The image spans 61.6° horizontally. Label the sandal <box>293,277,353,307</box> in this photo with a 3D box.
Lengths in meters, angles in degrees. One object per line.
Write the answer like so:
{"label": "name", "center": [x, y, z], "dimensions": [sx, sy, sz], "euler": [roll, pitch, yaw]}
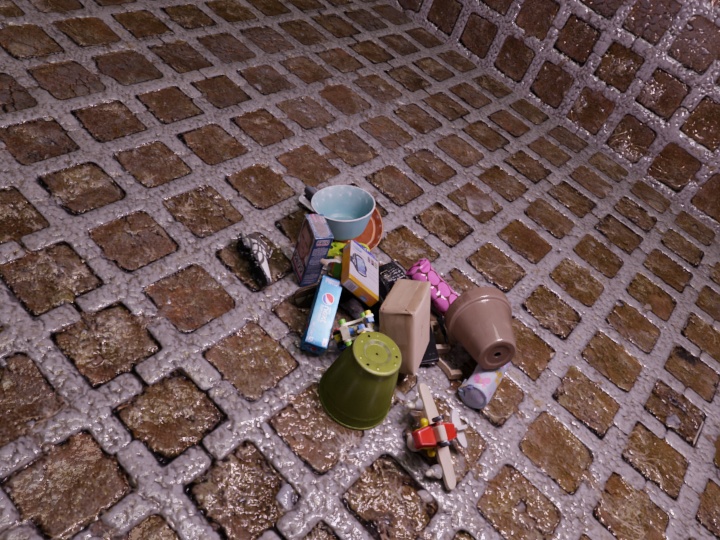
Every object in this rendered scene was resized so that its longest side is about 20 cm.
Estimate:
{"label": "sandal", "center": [-0.108, 0.060, 1.766], "dimensions": [0.197, 0.083, 0.055], "euler": [-11, 30, -25]}

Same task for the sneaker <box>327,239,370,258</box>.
{"label": "sneaker", "center": [-0.066, -0.052, 1.889], "dimensions": [0.197, 0.084, 0.075], "euler": [13, 59, 13]}

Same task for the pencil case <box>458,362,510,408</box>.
{"label": "pencil case", "center": [0.355, 0.306, 1.724], "dimensions": [0.090, 0.084, 0.200], "euler": [-2, 26, 39]}

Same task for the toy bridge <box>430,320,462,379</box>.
{"label": "toy bridge", "center": [0.233, 0.231, 1.779], "dimensions": [0.066, 0.027, 0.202], "euler": [0, 47, -23]}

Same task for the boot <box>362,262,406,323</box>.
{"label": "boot", "center": [0.080, 0.062, 1.835], "dimensions": [0.156, 0.080, 0.213], "euler": [-7, 51, -31]}

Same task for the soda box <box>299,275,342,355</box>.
{"label": "soda box", "center": [-0.105, 0.121, 1.650], "dimensions": [0.063, 0.068, 0.203], "euler": [20, 62, -10]}

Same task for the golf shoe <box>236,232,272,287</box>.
{"label": "golf shoe", "center": [-0.288, -0.039, 1.763], "dimensions": [0.093, 0.078, 0.201], "euler": [-10, 54, -33]}

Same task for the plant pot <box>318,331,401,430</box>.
{"label": "plant pot", "center": [0.014, 0.262, 1.522], "dimensions": [0.197, 0.194, 0.202], "euler": [13, 43, -13]}

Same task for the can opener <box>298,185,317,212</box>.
{"label": "can opener", "center": [-0.125, -0.199, 2.013], "dimensions": [0.199, 0.067, 0.053], "euler": [41, 46, 9]}

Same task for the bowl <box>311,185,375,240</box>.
{"label": "bowl", "center": [-0.055, -0.169, 1.874], "dimensions": [0.197, 0.106, 0.202], "euler": [2, 40, -2]}

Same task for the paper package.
{"label": "paper package", "center": [0.125, 0.150, 1.648], "dimensions": [0.102, 0.203, 0.191], "euler": [8, 29, 18]}

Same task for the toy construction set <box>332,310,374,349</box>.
{"label": "toy construction set", "center": [-0.001, 0.174, 1.631], "dimensions": [0.129, 0.200, 0.093], "euler": [-23, 60, 7]}

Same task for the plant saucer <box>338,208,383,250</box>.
{"label": "plant saucer", "center": [-0.021, -0.147, 1.981], "dimensions": [0.197, 0.032, 0.204], "euler": [6, 72, -19]}

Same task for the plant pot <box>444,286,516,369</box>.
{"label": "plant pot", "center": [0.355, 0.175, 1.702], "dimensions": [0.197, 0.202, 0.176], "euler": [7, 35, -19]}

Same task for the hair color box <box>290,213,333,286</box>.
{"label": "hair color box", "center": [-0.144, -0.057, 1.756], "dimensions": [0.060, 0.202, 0.101], "euler": [-4, 49, -28]}

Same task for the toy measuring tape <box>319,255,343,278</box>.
{"label": "toy measuring tape", "center": [-0.069, -0.004, 1.768], "dimensions": [0.073, 0.074, 0.199], "euler": [42, 20, 18]}

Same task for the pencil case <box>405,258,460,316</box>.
{"label": "pencil case", "center": [0.235, 0.051, 1.874], "dimensions": [0.094, 0.091, 0.200], "euler": [-45, 99, -11]}

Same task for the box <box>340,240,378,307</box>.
{"label": "box", "center": [0.000, 0.000, 1.748], "dimensions": [0.119, 0.041, 0.201], "euler": [39, 27, -25]}

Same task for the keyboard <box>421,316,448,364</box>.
{"label": "keyboard", "center": [0.200, 0.190, 1.780], "dimensions": [0.125, 0.021, 0.202], "euler": [-10, 44, 1]}

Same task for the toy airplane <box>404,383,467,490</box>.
{"label": "toy airplane", "center": [0.183, 0.414, 1.514], "dimensions": [0.200, 0.140, 0.201], "euler": [55, 25, -24]}
